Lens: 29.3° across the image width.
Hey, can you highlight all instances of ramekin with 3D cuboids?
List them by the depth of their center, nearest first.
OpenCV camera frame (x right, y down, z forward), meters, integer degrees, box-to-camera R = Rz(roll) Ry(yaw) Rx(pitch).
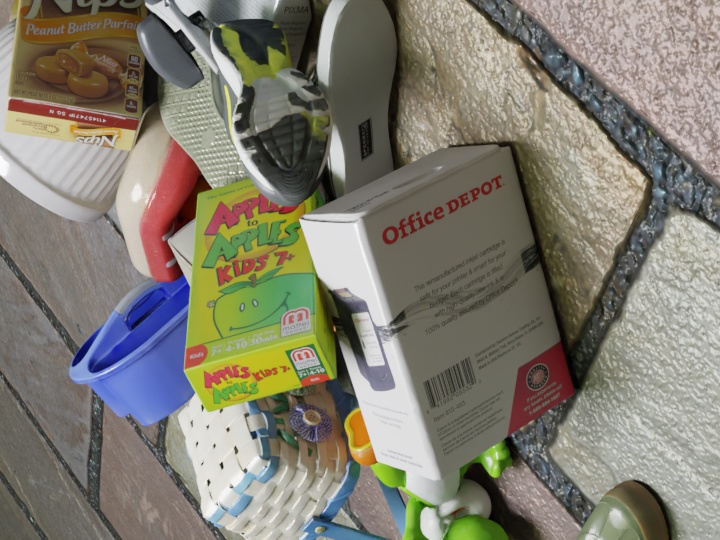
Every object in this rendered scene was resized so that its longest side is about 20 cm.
[{"bbox_3d":[-0.292,-0.154,1.332,0.105,0.200,0.201,-44,70,14],"label":"ramekin"}]

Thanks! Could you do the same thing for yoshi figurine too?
[{"bbox_3d":[0.072,0.190,1.147,0.111,0.113,0.201,-11,126,32],"label":"yoshi figurine"}]

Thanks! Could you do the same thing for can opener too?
[{"bbox_3d":[-0.173,-0.227,1.086,0.201,0.066,0.053,55,-175,-31],"label":"can opener"}]

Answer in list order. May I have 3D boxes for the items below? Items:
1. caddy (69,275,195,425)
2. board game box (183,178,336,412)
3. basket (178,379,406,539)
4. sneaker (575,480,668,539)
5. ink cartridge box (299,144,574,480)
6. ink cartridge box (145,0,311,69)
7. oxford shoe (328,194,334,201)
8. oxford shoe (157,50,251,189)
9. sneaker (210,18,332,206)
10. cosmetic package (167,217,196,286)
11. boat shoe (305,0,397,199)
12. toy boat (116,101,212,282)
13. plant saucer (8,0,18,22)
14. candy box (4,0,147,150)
[{"bbox_3d":[-0.202,0.061,1.392,0.141,0.200,0.106,5,133,57],"label":"caddy"},{"bbox_3d":[-0.074,0.007,1.041,0.201,0.100,0.048,-94,-16,-48],"label":"board game box"},{"bbox_3d":[-0.048,0.164,1.202,0.139,0.199,0.177,-48,44,22],"label":"basket"},{"bbox_3d":[0.175,0.255,1.059,0.067,0.089,0.202,41,143,33],"label":"sneaker"},{"bbox_3d":[0.059,0.026,1.006,0.084,0.144,0.202,7,119,56],"label":"ink cartridge box"},{"bbox_3d":[-0.097,-0.268,1.134,0.162,0.057,0.202,42,124,31],"label":"ink cartridge box"},{"bbox_3d":[0.000,0.000,1.153,0.200,0.071,0.073,49,142,22],"label":"oxford shoe"},{"bbox_3d":[-0.121,-0.126,1.188,0.075,0.057,0.201,-49,52,23],"label":"oxford shoe"},{"bbox_3d":[-0.064,-0.110,1.046,0.085,0.073,0.201,87,169,-45],"label":"sneaker"},{"bbox_3d":[-0.096,0.041,1.271,0.105,0.071,0.201,39,159,39],"label":"cosmetic package"},{"bbox_3d":[-0.016,-0.133,1.072,0.063,0.070,0.202,36,142,35],"label":"boat shoe"},{"bbox_3d":[-0.152,-0.068,1.296,0.129,0.132,0.201,11,155,4],"label":"toy boat"},{"bbox_3d":[-0.312,-0.207,1.488,0.199,0.048,0.202,16,126,52],"label":"plant saucer"},{"bbox_3d":[-0.252,-0.211,1.237,0.055,0.114,0.202,123,150,-55],"label":"candy box"}]
